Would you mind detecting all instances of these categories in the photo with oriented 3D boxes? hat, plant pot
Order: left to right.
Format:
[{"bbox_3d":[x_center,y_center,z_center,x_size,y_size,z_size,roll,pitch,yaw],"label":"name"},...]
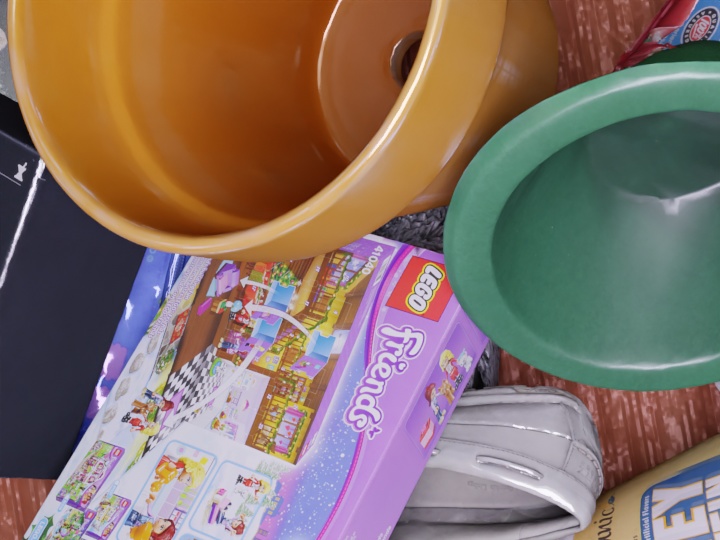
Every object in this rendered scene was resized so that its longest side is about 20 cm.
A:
[{"bbox_3d":[-0.010,-0.098,0.683,0.198,0.183,0.203,-4,83,30],"label":"plant pot"},{"bbox_3d":[0.132,-0.074,0.694,0.199,0.177,0.166,-25,127,27],"label":"hat"}]

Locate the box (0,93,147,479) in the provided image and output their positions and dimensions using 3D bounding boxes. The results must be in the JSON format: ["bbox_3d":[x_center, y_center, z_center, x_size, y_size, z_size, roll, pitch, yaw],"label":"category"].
[{"bbox_3d":[-0.194,-0.013,0.748,0.199,0.078,0.142,29,103,38],"label":"box"}]

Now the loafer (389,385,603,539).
[{"bbox_3d":[0.006,0.094,0.722,0.198,0.070,0.070,-10,125,14],"label":"loafer"}]

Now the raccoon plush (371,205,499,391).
[{"bbox_3d":[0.000,0.000,0.805,0.132,0.097,0.202,0,59,16],"label":"raccoon plush"}]

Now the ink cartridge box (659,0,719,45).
[{"bbox_3d":[0.236,-0.101,0.716,0.084,0.199,0.145,37,83,-38],"label":"ink cartridge box"}]

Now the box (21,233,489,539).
[{"bbox_3d":[-0.043,0.072,0.696,0.136,0.039,0.201,16,65,31],"label":"box"}]

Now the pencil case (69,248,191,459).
[{"bbox_3d":[-0.107,0.003,0.776,0.086,0.078,0.202,18,97,36],"label":"pencil case"}]

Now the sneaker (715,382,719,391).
[{"bbox_3d":[0.257,0.002,0.785,0.111,0.073,0.201,35,82,-12],"label":"sneaker"}]

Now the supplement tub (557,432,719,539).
[{"bbox_3d":[0.168,0.144,0.709,0.199,0.144,0.146,-33,84,29],"label":"supplement tub"}]

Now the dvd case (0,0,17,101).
[{"bbox_3d":[-0.100,-0.093,0.831,0.199,0.022,0.146,39,90,4],"label":"dvd case"}]
